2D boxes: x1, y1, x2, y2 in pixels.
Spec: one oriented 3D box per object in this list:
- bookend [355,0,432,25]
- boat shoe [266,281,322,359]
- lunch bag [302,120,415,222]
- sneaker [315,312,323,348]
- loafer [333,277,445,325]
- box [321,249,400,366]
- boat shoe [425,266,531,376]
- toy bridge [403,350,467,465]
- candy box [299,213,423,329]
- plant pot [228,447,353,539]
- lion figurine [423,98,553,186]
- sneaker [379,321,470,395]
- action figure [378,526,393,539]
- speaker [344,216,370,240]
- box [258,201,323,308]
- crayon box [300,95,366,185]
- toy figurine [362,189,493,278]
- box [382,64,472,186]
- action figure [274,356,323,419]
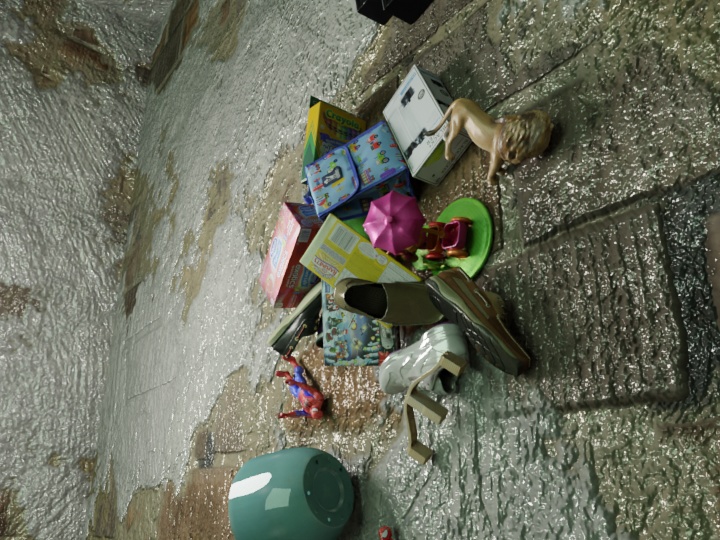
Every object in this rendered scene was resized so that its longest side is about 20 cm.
[{"bbox_3d":[0.061,-0.589,1.313,0.200,0.091,0.202,-38,49,45],"label":"bookend"},{"bbox_3d":[-0.109,0.096,1.256,0.202,0.063,0.074,-49,7,24],"label":"boat shoe"},{"bbox_3d":[-0.014,-0.169,1.181,0.197,0.095,0.152,-22,49,2],"label":"lunch bag"},{"bbox_3d":[-0.028,0.079,1.221,0.199,0.075,0.089,-35,46,45],"label":"sneaker"},{"bbox_3d":[0.052,0.054,1.010,0.067,0.196,0.077,-81,-6,-83],"label":"loafer"},{"bbox_3d":[0.000,0.067,1.112,0.135,0.040,0.204,-4,87,18],"label":"box"},{"bbox_3d":[0.178,0.062,0.912,0.073,0.076,0.200,-34,57,-13],"label":"boat shoe"},{"bbox_3d":[0.101,0.207,0.957,0.067,0.027,0.202,30,121,25],"label":"toy bridge"},{"bbox_3d":[0.000,0.000,1.077,0.199,0.026,0.103,36,99,13],"label":"candy box"},{"bbox_3d":[-0.108,0.411,1.118,0.160,0.199,0.203,-31,53,33],"label":"plant pot"},{"bbox_3d":[0.189,-0.214,0.955,0.198,0.072,0.124,31,136,20],"label":"lion figurine"},{"bbox_3d":[0.097,0.164,0.999,0.200,0.074,0.101,-44,48,40],"label":"sneaker"},{"bbox_3d":[0.040,0.491,0.950,0.065,0.098,0.202,-45,42,35],"label":"action figure"},{"bbox_3d":[0.008,-0.085,1.215,0.088,0.087,0.202,-45,44,37],"label":"speaker"},{"bbox_3d":[-0.125,-0.029,1.273,0.096,0.098,0.202,53,132,42],"label":"box"},{"bbox_3d":[-0.054,-0.269,1.337,0.051,0.124,0.203,-14,67,52],"label":"crayon box"},{"bbox_3d":[0.080,-0.064,1.011,0.199,0.182,0.153,-6,73,55],"label":"toy figurine"},{"bbox_3d":[0.119,-0.266,1.137,0.117,0.059,0.202,-50,41,34],"label":"box"},{"bbox_3d":[-0.144,0.246,1.300,0.200,0.098,0.066,38,111,52],"label":"action figure"}]
